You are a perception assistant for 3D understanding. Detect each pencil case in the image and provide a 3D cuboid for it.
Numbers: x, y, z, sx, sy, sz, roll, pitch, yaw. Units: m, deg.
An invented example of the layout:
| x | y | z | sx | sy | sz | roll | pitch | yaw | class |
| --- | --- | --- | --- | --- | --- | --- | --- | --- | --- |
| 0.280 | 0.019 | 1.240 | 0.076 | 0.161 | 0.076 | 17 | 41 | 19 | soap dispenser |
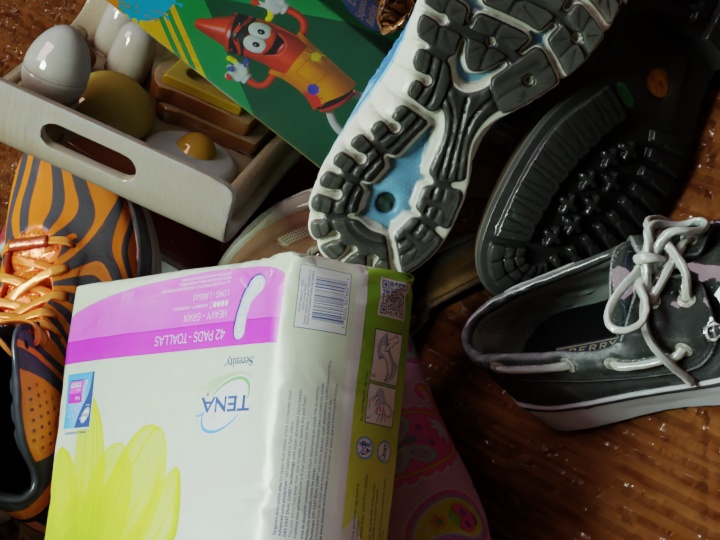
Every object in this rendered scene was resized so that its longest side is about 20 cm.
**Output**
| x | y | z | sx | sy | sz | roll | pitch | yaw | class |
| --- | --- | --- | --- | --- | --- | --- | --- | --- | --- |
| 0.003 | 0.089 | 1.042 | 0.087 | 0.087 | 0.201 | -40 | 45 | 21 | pencil case |

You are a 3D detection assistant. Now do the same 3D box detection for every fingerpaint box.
| x | y | z | sx | sy | sz | roll | pitch | yaw | class |
| --- | --- | --- | --- | --- | --- | --- | --- | --- | --- |
| -0.047 | -0.165 | 1.190 | 0.073 | 0.167 | 0.200 | -45 | 18 | 26 | fingerpaint box |

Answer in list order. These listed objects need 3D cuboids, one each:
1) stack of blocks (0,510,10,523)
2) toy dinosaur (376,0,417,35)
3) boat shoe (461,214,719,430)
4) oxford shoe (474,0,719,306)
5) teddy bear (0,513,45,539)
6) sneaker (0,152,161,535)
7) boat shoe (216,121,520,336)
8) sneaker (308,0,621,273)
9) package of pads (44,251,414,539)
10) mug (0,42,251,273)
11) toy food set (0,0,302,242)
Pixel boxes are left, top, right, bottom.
| x | y | z | sx | sy | sz | roll | pitch | yaw | class |
| --- | --- | --- | --- | --- | --- | --- | --- | --- | --- |
| -0.264 | 0.100 | 1.254 | 0.200 | 0.058 | 0.116 | -27 | 66 | 45 | stack of blocks |
| 0.054 | -0.179 | 1.152 | 0.136 | 0.102 | 0.201 | 115 | 161 | -47 | toy dinosaur |
| 0.127 | 0.011 | 0.987 | 0.199 | 0.068 | 0.074 | -14 | 51 | 44 | boat shoe |
| 0.106 | -0.069 | 1.090 | 0.200 | 0.073 | 0.084 | -56 | 25 | -16 | oxford shoe |
| -0.144 | 0.109 | 1.212 | 0.200 | 0.067 | 0.146 | 30 | 107 | 45 | teddy bear |
| -0.149 | 0.018 | 1.113 | 0.077 | 0.112 | 0.201 | -14 | 70 | 22 | sneaker |
| 0.000 | 0.000 | 1.151 | 0.200 | 0.076 | 0.072 | -34 | 41 | 31 | boat shoe |
| 0.041 | -0.094 | 1.069 | 0.200 | 0.078 | 0.090 | -51 | 13 | 9 | sneaker |
| -0.062 | 0.079 | 1.003 | 0.200 | 0.068 | 0.156 | -9 | 72 | 56 | package of pads |
| -0.094 | -0.051 | 1.295 | 0.134 | 0.176 | 0.201 | 108 | 175 | -53 | mug |
| -0.097 | -0.093 | 1.172 | 0.200 | 0.143 | 0.061 | -55 | -13 | -62 | toy food set |
